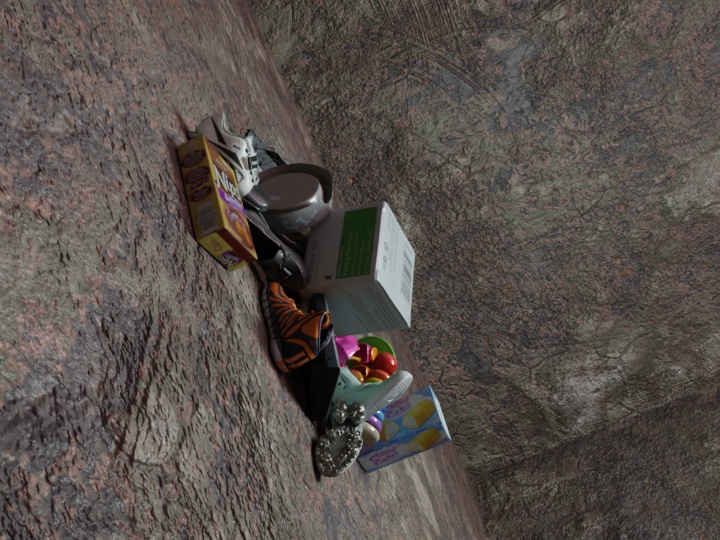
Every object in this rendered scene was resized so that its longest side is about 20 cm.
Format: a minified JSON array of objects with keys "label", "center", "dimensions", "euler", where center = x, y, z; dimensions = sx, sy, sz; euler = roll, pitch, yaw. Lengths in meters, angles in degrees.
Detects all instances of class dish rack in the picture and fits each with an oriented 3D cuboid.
[{"label":"dish rack","center":[-0.191,-0.246,1.596],"dimensions":[0.200,0.055,0.153],"euler":[23,-21,52]}]

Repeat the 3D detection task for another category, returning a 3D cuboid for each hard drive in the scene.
[{"label":"hard drive","center":[-0.079,0.159,1.294],"dimensions":[0.200,0.033,0.140],"euler":[-106,-155,-51]}]

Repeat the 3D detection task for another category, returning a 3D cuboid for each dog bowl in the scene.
[{"label":"dog bowl","center":[-0.150,-0.147,1.428],"dimensions":[0.200,0.199,0.059],"euler":[-105,-176,-53]}]

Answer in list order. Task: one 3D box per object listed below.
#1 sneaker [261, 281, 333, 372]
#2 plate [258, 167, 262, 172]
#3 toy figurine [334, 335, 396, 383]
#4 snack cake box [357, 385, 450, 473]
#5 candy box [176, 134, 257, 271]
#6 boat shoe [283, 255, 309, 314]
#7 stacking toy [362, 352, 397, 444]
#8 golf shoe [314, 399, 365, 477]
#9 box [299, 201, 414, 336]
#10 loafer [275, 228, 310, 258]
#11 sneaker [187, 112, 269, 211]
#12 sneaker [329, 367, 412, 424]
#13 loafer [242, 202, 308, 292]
[{"label":"sneaker","center":[-0.109,0.087,1.244],"dimensions":[0.078,0.112,0.200],"euler":[60,8,-49]},{"label":"plate","center":[-0.213,-0.154,1.613],"dimensions":[0.200,0.032,0.200],"euler":[58,10,-52]},{"label":"toy figurine","center":[-0.028,0.222,1.551],"dimensions":[0.184,0.150,0.201],"euler":[34,56,-54]},{"label":"snack cake box","center":[0.084,0.348,1.515],"dimensions":[0.115,0.200,0.067],"euler":[-106,170,-51]},{"label":"candy box","center":[-0.238,-0.112,1.146],"dimensions":[0.117,0.056,0.200],"euler":[54,12,-59]},{"label":"boat shoe","center":[-0.127,0.067,1.426],"dimensions":[0.065,0.072,0.200],"euler":[-44,129,-45]},{"label":"stacking toy","center":[0.031,0.264,1.478],"dimensions":[0.200,0.085,0.085],"euler":[-65,143,-32]},{"label":"golf shoe","center":[-0.031,0.321,1.242],"dimensions":[0.200,0.078,0.098],"euler":[-58,154,-65]},{"label":"box","center":[0.000,0.000,1.431],"dimensions":[0.200,0.171,0.199],"euler":[54,34,-48]},{"label":"loafer","center":[-0.139,-0.077,1.512],"dimensions":[0.200,0.070,0.075],"euler":[38,-13,-27]},{"label":"sneaker","center":[-0.219,-0.200,1.272],"dimensions":[0.200,0.088,0.074],"euler":[51,7,-15]},{"label":"sneaker","center":[0.002,0.226,1.365],"dimensions":[0.074,0.200,0.118],"euler":[17,39,-57]},{"label":"loafer","center":[-0.175,-0.036,1.294],"dimensions":[0.200,0.072,0.063],"euler":[51,10,-8]}]
